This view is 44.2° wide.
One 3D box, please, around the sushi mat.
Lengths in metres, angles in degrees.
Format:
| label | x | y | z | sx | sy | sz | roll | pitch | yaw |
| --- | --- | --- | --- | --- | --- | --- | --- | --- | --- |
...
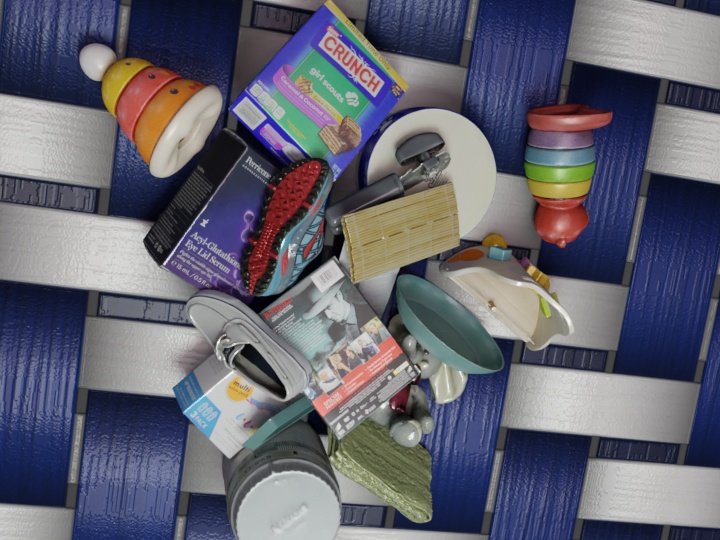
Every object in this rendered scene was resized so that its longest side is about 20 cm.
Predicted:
| label | x | y | z | sx | sy | sz | roll | pitch | yaw |
| --- | --- | --- | --- | --- | --- | --- | --- | --- | --- |
| sushi mat | 0.060 | -0.054 | 1.216 | 0.198 | 0.012 | 0.097 | -19 | 109 | -34 |

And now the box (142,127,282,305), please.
| label | x | y | z | sx | sy | sz | roll | pitch | yaw |
| --- | --- | --- | --- | --- | --- | --- | --- | --- | --- |
| box | -0.178 | -0.068 | 1.226 | 0.147 | 0.104 | 0.201 | 34 | 93 | -35 |

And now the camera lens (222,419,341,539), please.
| label | x | y | z | sx | sy | sz | roll | pitch | yaw |
| --- | --- | --- | --- | --- | --- | --- | --- | --- | --- |
| camera lens | -0.115 | 0.310 | 1.270 | 0.158 | 0.200 | 0.162 | -3 | 104 | -12 |

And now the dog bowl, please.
| label | x | y | z | sx | sy | sz | roll | pitch | yaw |
| --- | --- | --- | --- | --- | --- | --- | --- | --- | --- |
| dog bowl | 0.096 | -0.138 | 1.302 | 0.197 | 0.079 | 0.203 | -2 | 100 | -11 |

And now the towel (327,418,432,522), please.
| label | x | y | z | sx | sy | sz | roll | pitch | yaw |
| --- | --- | --- | --- | --- | --- | --- | --- | --- | --- |
| towel | 0.029 | 0.280 | 1.331 | 0.199 | 0.149 | 0.036 | 36 | 119 | -17 |

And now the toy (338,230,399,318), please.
| label | x | y | z | sx | sy | sz | roll | pitch | yaw |
| --- | --- | --- | --- | --- | --- | --- | --- | --- | --- |
| toy | 0.000 | 0.000 | 1.283 | 0.114 | 0.047 | 0.201 | -8 | 139 | -30 |

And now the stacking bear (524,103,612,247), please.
| label | x | y | z | sx | sy | sz | roll | pitch | yaw |
| --- | --- | --- | --- | --- | --- | --- | --- | --- | --- |
| stacking bear | 0.302 | -0.139 | 1.332 | 0.112 | 0.122 | 0.203 | -6 | 108 | -12 |

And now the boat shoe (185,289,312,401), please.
| label | x | y | z | sx | sy | sz | roll | pitch | yaw |
| --- | --- | --- | --- | --- | --- | --- | --- | --- | --- |
| boat shoe | -0.155 | 0.096 | 1.151 | 0.199 | 0.065 | 0.074 | 31 | 119 | 14 |

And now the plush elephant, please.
| label | x | y | z | sx | sy | sz | roll | pitch | yaw |
| --- | --- | --- | --- | --- | --- | --- | --- | --- | --- |
| plush elephant | 0.062 | 0.152 | 1.296 | 0.164 | 0.200 | 0.156 | 28 | 91 | 21 |

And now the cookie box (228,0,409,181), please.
| label | x | y | z | sx | sy | sz | roll | pitch | yaw |
| --- | --- | --- | --- | --- | --- | --- | --- | --- | --- |
| cookie box | -0.053 | -0.239 | 1.218 | 0.171 | 0.075 | 0.201 | 44 | 62 | -15 |

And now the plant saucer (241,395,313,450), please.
| label | x | y | z | sx | sy | sz | roll | pitch | yaw |
| --- | --- | --- | --- | --- | --- | --- | --- | --- | --- |
| plant saucer | -0.090 | 0.201 | 1.263 | 0.019 | 0.199 | 0.070 | 50 | 119 | 10 |

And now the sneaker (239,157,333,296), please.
| label | x | y | z | sx | sy | sz | roll | pitch | yaw |
| --- | --- | --- | --- | --- | --- | --- | --- | --- | --- |
| sneaker | -0.087 | -0.059 | 1.181 | 0.095 | 0.079 | 0.201 | 5 | 119 | -55 |

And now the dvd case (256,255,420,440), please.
| label | x | y | z | sx | sy | sz | roll | pitch | yaw |
| --- | --- | --- | --- | --- | --- | --- | --- | --- | --- |
| dvd case | -0.033 | 0.103 | 1.198 | 0.145 | 0.022 | 0.201 | -37 | 92 | -11 |

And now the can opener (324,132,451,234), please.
| label | x | y | z | sx | sy | sz | roll | pitch | yaw |
| --- | --- | --- | --- | --- | --- | --- | --- | --- | --- |
| can opener | 0.034 | -0.125 | 1.234 | 0.198 | 0.053 | 0.067 | -28 | 72 | -5 |

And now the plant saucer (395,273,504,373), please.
| label | x | y | z | sx | sy | sz | roll | pitch | yaw |
| --- | --- | --- | --- | --- | --- | --- | --- | --- | --- |
| plant saucer | 0.122 | 0.086 | 1.291 | 0.199 | 0.200 | 0.036 | 34 | 109 | -15 |

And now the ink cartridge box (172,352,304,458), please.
| label | x | y | z | sx | sy | sz | roll | pitch | yaw |
| --- | --- | --- | --- | --- | --- | --- | --- | --- | --- |
| ink cartridge box | -0.148 | 0.152 | 1.248 | 0.199 | 0.068 | 0.115 | -40 | 125 | -4 |

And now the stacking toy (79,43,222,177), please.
| label | x | y | z | sx | sy | sz | roll | pitch | yaw |
| --- | --- | --- | --- | --- | --- | --- | --- | --- | --- |
| stacking toy | -0.300 | -0.236 | 1.196 | 0.199 | 0.146 | 0.147 | 37 | 91 | 1 |

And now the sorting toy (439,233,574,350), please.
| label | x | y | z | sx | sy | sz | roll | pitch | yaw |
| --- | --- | --- | --- | --- | --- | --- | --- | --- | --- |
| sorting toy | 0.240 | 0.034 | 1.307 | 0.199 | 0.180 | 0.107 | 39 | 91 | -15 |
